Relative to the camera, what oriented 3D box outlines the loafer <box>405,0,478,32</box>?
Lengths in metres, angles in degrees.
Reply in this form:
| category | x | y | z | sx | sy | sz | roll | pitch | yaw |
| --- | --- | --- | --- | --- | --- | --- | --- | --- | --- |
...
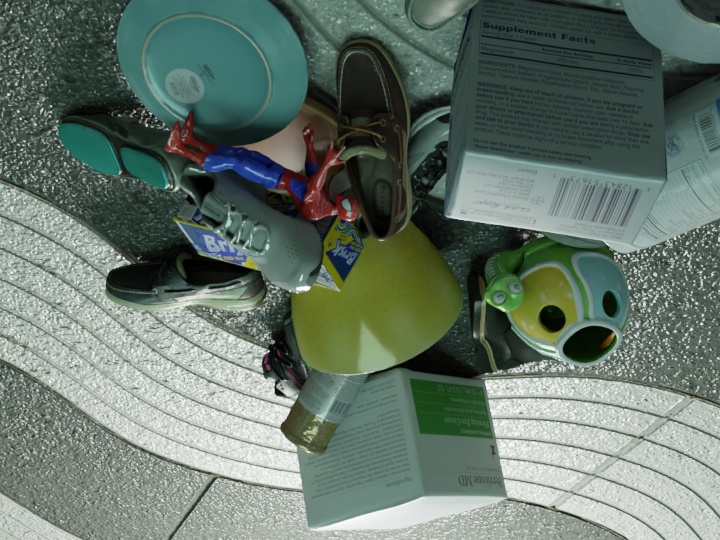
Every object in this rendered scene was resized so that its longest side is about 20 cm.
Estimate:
| category | x | y | z | sx | sy | sz | roll | pitch | yaw |
| --- | --- | --- | --- | --- | --- | --- | --- | --- | --- |
| loafer | 0.095 | -0.274 | 1.217 | 0.070 | 0.070 | 0.200 | 18 | 143 | -16 |

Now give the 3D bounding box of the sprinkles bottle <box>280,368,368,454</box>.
| category | x | y | z | sx | sy | sz | roll | pitch | yaw |
| --- | --- | --- | --- | --- | --- | --- | --- | --- | --- |
| sprinkles bottle | -0.028 | 0.131 | 1.729 | 0.068 | 0.068 | 0.201 | 24 | 102 | -23 |

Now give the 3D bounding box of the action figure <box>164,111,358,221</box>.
| category | x | y | z | sx | sy | sz | roll | pitch | yaw |
| --- | --- | --- | --- | --- | --- | --- | --- | --- | --- |
| action figure | -0.082 | -0.118 | 1.360 | 0.199 | 0.065 | 0.099 | 28 | 115 | 2 |

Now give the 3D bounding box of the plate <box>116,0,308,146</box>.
| category | x | y | z | sx | sy | sz | roll | pitch | yaw |
| --- | --- | --- | --- | --- | --- | --- | --- | --- | --- |
| plate | -0.150 | -0.201 | 1.372 | 0.199 | 0.026 | 0.201 | 8 | 132 | 9 |

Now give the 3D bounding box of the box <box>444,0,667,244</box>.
| category | x | y | z | sx | sy | sz | roll | pitch | yaw |
| --- | --- | --- | --- | --- | --- | --- | --- | --- | --- |
| box | 0.180 | -0.143 | 1.287 | 0.183 | 0.201 | 0.105 | 9 | 146 | -2 |

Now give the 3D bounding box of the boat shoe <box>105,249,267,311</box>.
| category | x | y | z | sx | sy | sz | roll | pitch | yaw |
| --- | --- | --- | --- | --- | --- | --- | --- | --- | --- |
| boat shoe | -0.215 | 0.006 | 1.682 | 0.200 | 0.072 | 0.066 | 3 | 134 | 5 |

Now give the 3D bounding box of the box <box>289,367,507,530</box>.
| category | x | y | z | sx | sy | sz | roll | pitch | yaw |
| --- | --- | --- | --- | --- | --- | --- | --- | --- | --- |
| box | 0.050 | 0.240 | 1.819 | 0.199 | 0.172 | 0.199 | -22 | 159 | 35 |

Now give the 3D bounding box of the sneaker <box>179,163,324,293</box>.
| category | x | y | z | sx | sy | sz | roll | pitch | yaw |
| --- | --- | --- | --- | --- | --- | --- | --- | --- | --- |
| sneaker | -0.112 | -0.042 | 1.370 | 0.087 | 0.200 | 0.075 | 10 | 113 | -48 |

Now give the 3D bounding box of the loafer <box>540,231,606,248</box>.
| category | x | y | z | sx | sy | sz | roll | pitch | yaw |
| --- | --- | --- | --- | --- | --- | --- | --- | --- | --- |
| loafer | 0.204 | -0.084 | 1.479 | 0.199 | 0.070 | 0.070 | 25 | 147 | -25 |

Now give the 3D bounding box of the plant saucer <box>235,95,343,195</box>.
| category | x | y | z | sx | sy | sz | roll | pitch | yaw |
| --- | --- | --- | --- | --- | --- | --- | --- | --- | --- |
| plant saucer | -0.098 | -0.133 | 1.490 | 0.199 | 0.038 | 0.201 | 4 | 144 | 3 |

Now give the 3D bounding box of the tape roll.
| category | x | y | z | sx | sy | sz | roll | pitch | yaw |
| --- | --- | --- | --- | --- | --- | --- | --- | --- | --- |
| tape roll | 0.325 | -0.272 | 1.200 | 0.199 | 0.066 | 0.201 | 5 | 145 | 4 |

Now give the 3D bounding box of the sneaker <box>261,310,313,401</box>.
| category | x | y | z | sx | sy | sz | roll | pitch | yaw |
| --- | --- | --- | --- | --- | --- | --- | --- | --- | --- |
| sneaker | -0.089 | 0.120 | 1.809 | 0.083 | 0.077 | 0.200 | 1 | 143 | 1 |

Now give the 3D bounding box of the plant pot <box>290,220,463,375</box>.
| category | x | y | z | sx | sy | sz | roll | pitch | yaw |
| --- | --- | --- | --- | --- | --- | --- | --- | --- | --- |
| plant pot | 0.000 | 0.000 | 1.552 | 0.199 | 0.200 | 0.142 | -10 | 121 | 22 |

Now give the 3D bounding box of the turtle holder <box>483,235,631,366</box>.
| category | x | y | z | sx | sy | sz | roll | pitch | yaw |
| --- | --- | --- | --- | --- | --- | --- | --- | --- | --- |
| turtle holder | 0.225 | 0.027 | 1.541 | 0.141 | 0.132 | 0.186 | -30 | 137 | 10 |

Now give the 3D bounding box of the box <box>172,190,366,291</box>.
| category | x | y | z | sx | sy | sz | roll | pitch | yaw |
| --- | --- | --- | --- | --- | --- | --- | --- | --- | --- |
| box | -0.098 | -0.041 | 1.470 | 0.199 | 0.064 | 0.070 | 15 | 152 | 34 |

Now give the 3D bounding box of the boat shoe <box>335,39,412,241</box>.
| category | x | y | z | sx | sy | sz | roll | pitch | yaw |
| --- | --- | --- | --- | --- | --- | --- | --- | --- | --- |
| boat shoe | 0.011 | -0.127 | 1.371 | 0.072 | 0.072 | 0.201 | -3 | 104 | 12 |

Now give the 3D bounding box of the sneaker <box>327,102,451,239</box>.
| category | x | y | z | sx | sy | sz | roll | pitch | yaw |
| --- | --- | --- | --- | --- | --- | --- | --- | --- | --- |
| sneaker | 0.060 | -0.102 | 1.445 | 0.200 | 0.080 | 0.074 | -34 | 144 | 22 |

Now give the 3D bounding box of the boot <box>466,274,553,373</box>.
| category | x | y | z | sx | sy | sz | roll | pitch | yaw |
| --- | --- | --- | --- | --- | --- | --- | --- | --- | --- |
| boot | 0.204 | 0.057 | 1.687 | 0.138 | 0.078 | 0.200 | -6 | 154 | 8 |

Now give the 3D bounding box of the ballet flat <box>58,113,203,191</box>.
| category | x | y | z | sx | sy | sz | roll | pitch | yaw |
| --- | --- | --- | --- | --- | --- | --- | --- | --- | --- |
| ballet flat | -0.242 | -0.132 | 1.475 | 0.199 | 0.064 | 0.068 | 21 | 137 | 39 |

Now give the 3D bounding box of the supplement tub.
| category | x | y | z | sx | sy | sz | roll | pitch | yaw |
| --- | --- | --- | --- | --- | --- | --- | --- | --- | --- |
| supplement tub | 0.326 | -0.110 | 1.370 | 0.200 | 0.132 | 0.132 | -24 | 134 | 38 |
